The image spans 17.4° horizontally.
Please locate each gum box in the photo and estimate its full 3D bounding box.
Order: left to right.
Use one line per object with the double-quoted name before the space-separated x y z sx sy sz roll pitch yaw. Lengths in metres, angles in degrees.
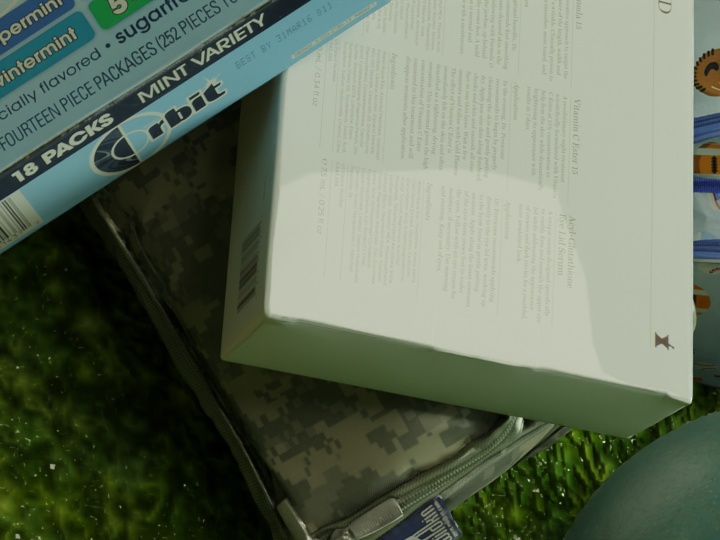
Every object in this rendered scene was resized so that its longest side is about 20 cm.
"gum box" -0.113 -0.121 0.757 0.169 0.045 0.200 -33 65 -3

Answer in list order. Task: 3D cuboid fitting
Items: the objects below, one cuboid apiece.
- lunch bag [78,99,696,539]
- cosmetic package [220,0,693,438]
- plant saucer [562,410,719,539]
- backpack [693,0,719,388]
"lunch bag" 0.000 0.000 0.862 0.167 0.139 0.201 -29 85 -25
"cosmetic package" 0.037 -0.056 0.787 0.150 0.052 0.201 11 67 -18
"plant saucer" 0.161 0.147 0.873 0.039 0.200 0.202 33 36 -74
"backpack" 0.158 -0.041 0.956 0.199 0.190 0.155 13 61 -32
